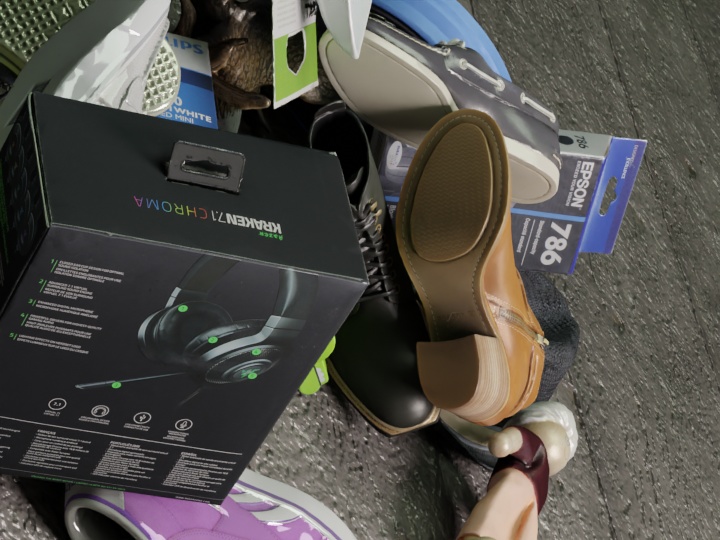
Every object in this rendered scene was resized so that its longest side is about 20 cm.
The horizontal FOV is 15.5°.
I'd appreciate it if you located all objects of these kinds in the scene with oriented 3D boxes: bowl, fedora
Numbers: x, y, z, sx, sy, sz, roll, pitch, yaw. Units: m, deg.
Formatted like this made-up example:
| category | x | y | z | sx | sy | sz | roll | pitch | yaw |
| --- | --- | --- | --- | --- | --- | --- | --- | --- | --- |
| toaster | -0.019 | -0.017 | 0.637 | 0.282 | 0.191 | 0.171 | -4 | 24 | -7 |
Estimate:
| category | x | y | z | sx | sy | sz | roll | pitch | yaw |
| --- | --- | --- | --- | --- | --- | --- | --- | --- | --- |
| bowl | 0.016 | -0.136 | 1.871 | 0.201 | 0.200 | 0.039 | 49 | 57 | -14 |
| fedora | 0.098 | 0.050 | 1.884 | 0.201 | 0.091 | 0.201 | 43 | 27 | -28 |

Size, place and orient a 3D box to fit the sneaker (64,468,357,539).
| category | x | y | z | sx | sy | sz | roll | pitch | yaw |
| --- | --- | --- | --- | --- | --- | --- | --- | --- | --- |
| sneaker | -0.082 | 0.160 | 1.437 | 0.200 | 0.073 | 0.115 | 33 | 34 | -21 |

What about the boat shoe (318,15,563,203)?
| category | x | y | z | sx | sy | sz | roll | pitch | yaw |
| --- | --- | --- | --- | --- | --- | --- | --- | --- | --- |
| boat shoe | 0.055 | -0.117 | 1.732 | 0.200 | 0.073 | 0.063 | 33 | 55 | -27 |

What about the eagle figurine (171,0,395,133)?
| category | x | y | z | sx | sy | sz | roll | pitch | yaw |
| --- | --- | --- | --- | --- | --- | --- | --- | --- | --- |
| eagle figurine | -0.076 | -0.143 | 1.776 | 0.152 | 0.151 | 0.200 | 51 | 33 | 15 |

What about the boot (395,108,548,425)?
| category | x | y | z | sx | sy | sz | roll | pitch | yaw |
| --- | --- | --- | --- | --- | --- | --- | --- | --- | --- |
| boot | 0.086 | 0.001 | 1.735 | 0.155 | 0.076 | 0.201 | 10 | 75 | -69 |

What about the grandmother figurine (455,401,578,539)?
| category | x | y | z | sx | sy | sz | roll | pitch | yaw |
| --- | --- | --- | --- | --- | --- | --- | --- | --- | --- |
| grandmother figurine | 0.104 | 0.155 | 1.762 | 0.060 | 0.122 | 0.200 | 16 | 35 | 11 |

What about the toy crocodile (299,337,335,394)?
| category | x | y | z | sx | sy | sz | roll | pitch | yaw |
| --- | --- | --- | --- | --- | --- | --- | --- | --- | --- |
| toy crocodile | -0.056 | 0.006 | 1.641 | 0.200 | 0.061 | 0.068 | 73 | 3 | -52 |

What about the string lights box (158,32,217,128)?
| category | x | y | z | sx | sy | sz | roll | pitch | yaw |
| --- | --- | --- | --- | --- | --- | --- | --- | --- | --- |
| string lights box | -0.125 | -0.040 | 1.551 | 0.059 | 0.103 | 0.200 | 12 | 42 | -21 |

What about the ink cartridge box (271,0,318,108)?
| category | x | y | z | sx | sy | sz | roll | pitch | yaw |
| --- | --- | --- | --- | --- | --- | --- | --- | --- | --- |
| ink cartridge box | -0.076 | -0.204 | 1.607 | 0.148 | 0.075 | 0.201 | -47 | 135 | -77 |

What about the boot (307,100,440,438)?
| category | x | y | z | sx | sy | sz | roll | pitch | yaw |
| --- | --- | --- | --- | --- | --- | --- | --- | --- | --- |
| boot | 0.000 | 0.000 | 1.699 | 0.138 | 0.077 | 0.201 | 96 | -28 | -74 |

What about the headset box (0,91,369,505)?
| category | x | y | z | sx | sy | sz | roll | pitch | yaw |
| --- | --- | --- | --- | --- | --- | --- | --- | --- | --- |
| headset box | -0.114 | 0.014 | 1.329 | 0.173 | 0.200 | 0.093 | 10 | 45 | -25 |

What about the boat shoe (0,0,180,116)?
| category | x | y | z | sx | sy | sz | roll | pitch | yaw |
| --- | --- | --- | --- | --- | --- | --- | --- | --- | --- |
| boat shoe | -0.198 | -0.138 | 1.519 | 0.199 | 0.062 | 0.075 | 20 | 74 | -3 |

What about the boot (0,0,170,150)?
| category | x | y | z | sx | sy | sz | roll | pitch | yaw |
| --- | --- | --- | --- | --- | --- | --- | --- | --- | --- |
| boot | -0.145 | -0.069 | 1.446 | 0.096 | 0.073 | 0.200 | 54 | 50 | -26 |

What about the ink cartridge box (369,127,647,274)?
| category | x | y | z | sx | sy | sz | roll | pitch | yaw |
| --- | --- | --- | --- | --- | --- | --- | --- | --- | --- |
| ink cartridge box | 0.099 | -0.052 | 1.827 | 0.199 | 0.100 | 0.039 | 4 | 31 | -16 |

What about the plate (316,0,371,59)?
| category | x | y | z | sx | sy | sz | roll | pitch | yaw |
| --- | --- | --- | --- | --- | --- | --- | --- | --- | --- |
| plate | -0.017 | -0.261 | 1.651 | 0.200 | 0.032 | 0.201 | -78 | 164 | -58 |
